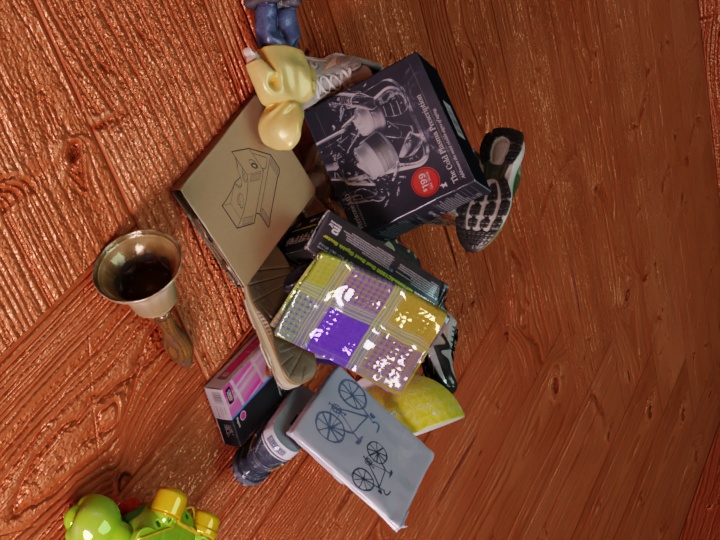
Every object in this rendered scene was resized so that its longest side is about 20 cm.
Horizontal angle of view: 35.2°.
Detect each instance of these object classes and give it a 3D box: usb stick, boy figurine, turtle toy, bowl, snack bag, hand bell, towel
[{"bbox_3d":[-0.029,0.051,1.523,0.200,0.055,0.033,40,20,-44],"label":"usb stick"},{"bbox_3d":[-0.101,-0.255,1.474,0.124,0.064,0.200,-8,93,-49],"label":"boy figurine"},{"bbox_3d":[-0.255,0.317,1.300,0.200,0.101,0.146,51,52,-48],"label":"turtle toy"},{"bbox_3d":[0.048,0.207,1.734,0.200,0.200,0.108,-5,72,-58],"label":"bowl"},{"bbox_3d":[0.007,0.239,1.548,0.200,0.021,0.189,42,30,-3],"label":"snack bag"},{"bbox_3d":[-0.231,0.053,1.340,0.200,0.104,0.104,74,35,-51],"label":"hand bell"},{"bbox_3d":[0.002,0.069,1.458,0.144,0.200,0.023,-55,-165,24],"label":"towel"}]

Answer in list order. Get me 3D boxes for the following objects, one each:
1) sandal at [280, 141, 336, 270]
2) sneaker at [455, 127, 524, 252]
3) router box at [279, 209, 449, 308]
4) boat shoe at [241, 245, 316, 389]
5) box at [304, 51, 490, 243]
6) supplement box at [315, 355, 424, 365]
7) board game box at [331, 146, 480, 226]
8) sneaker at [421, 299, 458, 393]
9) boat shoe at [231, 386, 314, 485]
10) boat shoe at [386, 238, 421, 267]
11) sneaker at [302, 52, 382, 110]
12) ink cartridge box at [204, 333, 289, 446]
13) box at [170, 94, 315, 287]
[{"bbox_3d":[-0.053,-0.083,1.605,0.078,0.070,0.212,30,69,-56],"label":"sandal"},{"bbox_3d":[0.197,-0.103,1.631,0.200,0.077,0.089,-67,152,-23],"label":"sneaker"},{"bbox_3d":[0.000,0.000,1.521,0.200,0.150,0.062,31,78,-15],"label":"router box"},{"bbox_3d":[-0.116,0.059,1.509,0.073,0.063,0.201,-18,83,-30],"label":"boat shoe"},{"bbox_3d":[0.050,-0.162,1.558,0.200,0.182,0.104,67,16,12],"label":"box"},{"bbox_3d":[0.012,0.089,1.709,0.200,0.101,0.104,6,88,-59],"label":"supplement box"},{"bbox_3d":[0.074,-0.130,1.683,0.105,0.200,0.103,28,70,-56],"label":"board game box"},{"bbox_3d":[0.128,0.112,1.826,0.074,0.080,0.200,92,-15,-49],"label":"sneaker"},{"bbox_3d":[-0.112,0.225,1.557,0.071,0.091,0.200,51,19,1],"label":"boat shoe"},{"bbox_3d":[0.033,-0.021,1.771,0.201,0.074,0.063,38,26,-43],"label":"boat shoe"},{"bbox_3d":[-0.037,-0.268,1.584,0.200,0.092,0.076,-33,121,-52],"label":"sneaker"},{"bbox_3d":[-0.133,0.140,1.544,0.200,0.037,0.095,-50,134,-47],"label":"ink cartridge box"},{"bbox_3d":[-0.147,-0.104,1.469,0.164,0.021,0.200,59,46,-30],"label":"box"}]
